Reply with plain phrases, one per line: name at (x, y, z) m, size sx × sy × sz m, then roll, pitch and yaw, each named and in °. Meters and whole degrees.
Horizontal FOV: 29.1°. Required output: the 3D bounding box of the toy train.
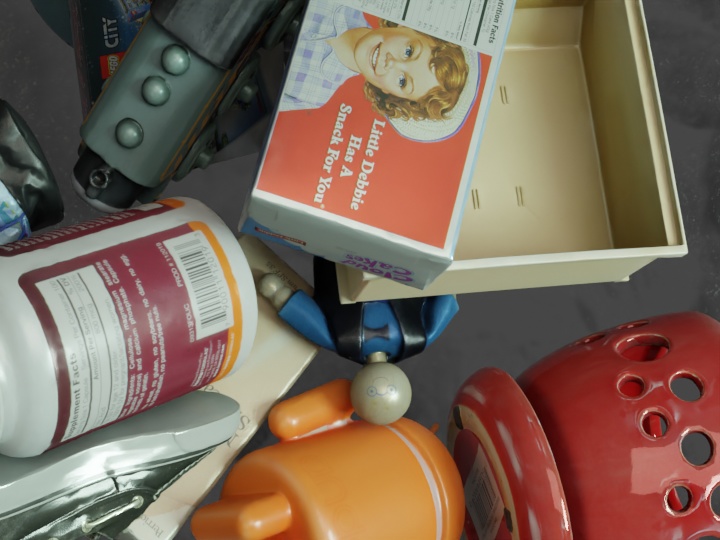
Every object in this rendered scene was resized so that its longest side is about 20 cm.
toy train at (-0.104, -0.121, 0.820) m, size 0.085 × 0.114 × 0.201 m, roll 37°, pitch 112°, yaw -2°

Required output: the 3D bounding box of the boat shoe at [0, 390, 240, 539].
boat shoe at (-0.156, 0.121, 0.809) m, size 0.198 × 0.070 × 0.065 m, roll -16°, pitch 114°, yaw -36°

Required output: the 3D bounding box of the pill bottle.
pill bottle at (-0.165, 0.036, 0.775) m, size 0.198 × 0.114 × 0.116 m, roll -20°, pitch 84°, yaw -40°

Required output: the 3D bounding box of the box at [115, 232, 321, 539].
box at (-0.110, 0.082, 0.913) m, size 0.095 × 0.078 × 0.201 m, roll 39°, pitch 69°, yaw -6°

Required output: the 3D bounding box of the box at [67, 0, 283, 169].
box at (-0.118, -0.154, 0.905) m, size 0.135 × 0.202 × 0.038 m, roll -15°, pitch 46°, yaw -18°

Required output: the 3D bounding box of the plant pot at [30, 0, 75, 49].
plant pot at (-0.135, -0.251, 0.949) m, size 0.197 × 0.135 × 0.203 m, roll 4°, pitch 77°, yaw -16°

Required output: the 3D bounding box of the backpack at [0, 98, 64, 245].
backpack at (-0.276, -0.005, 0.843) m, size 0.198 × 0.163 × 0.155 m, roll -28°, pitch 102°, yaw -15°

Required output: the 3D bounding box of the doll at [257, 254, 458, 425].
doll at (0.000, 0.000, 0.900) m, size 0.134 × 0.048 × 0.203 m, roll -5°, pitch 77°, yaw -11°

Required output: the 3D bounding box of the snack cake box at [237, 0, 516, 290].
snack cake box at (0.015, -0.105, 0.773) m, size 0.113 × 0.067 × 0.203 m, roll 18°, pitch 73°, yaw -6°

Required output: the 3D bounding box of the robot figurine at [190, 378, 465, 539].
robot figurine at (-0.012, 0.161, 0.894) m, size 0.198 × 0.117 × 0.144 m, roll -12°, pitch 50°, yaw -42°

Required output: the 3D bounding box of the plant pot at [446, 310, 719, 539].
plant pot at (0.164, 0.143, 0.927) m, size 0.180 × 0.200 × 0.203 m, roll -13°, pitch 82°, yaw -14°

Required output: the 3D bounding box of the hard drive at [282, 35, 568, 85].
hard drive at (0.045, -0.165, 0.992) m, size 0.197 × 0.043 × 0.136 m, roll 6°, pitch 41°, yaw -2°

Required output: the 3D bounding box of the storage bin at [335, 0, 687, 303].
storage bin at (0.078, -0.089, 0.864) m, size 0.197 × 0.094 × 0.202 m, roll -4°, pitch 77°, yaw -11°
